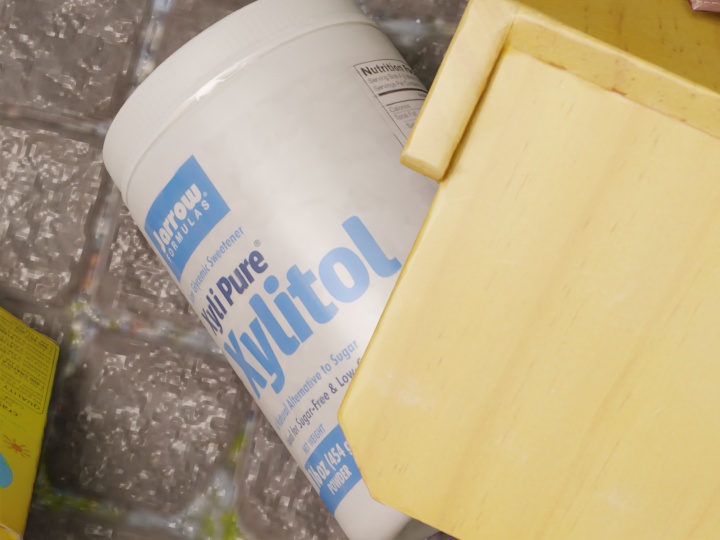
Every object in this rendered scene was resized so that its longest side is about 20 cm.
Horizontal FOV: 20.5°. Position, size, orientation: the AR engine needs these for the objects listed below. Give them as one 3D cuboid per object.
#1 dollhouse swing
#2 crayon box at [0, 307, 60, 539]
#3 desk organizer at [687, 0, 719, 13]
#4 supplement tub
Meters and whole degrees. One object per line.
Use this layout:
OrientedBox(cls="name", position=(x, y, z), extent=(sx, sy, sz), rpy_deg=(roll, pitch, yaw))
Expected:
OrientedBox(cls="dollhouse swing", position=(0.109, 0.001, 0.728), extent=(0.200, 0.182, 0.176), rpy_deg=(24, 115, 3))
OrientedBox(cls="crayon box", position=(-0.184, 0.052, 0.743), extent=(0.127, 0.200, 0.051), rpy_deg=(36, 105, -15))
OrientedBox(cls="desk organizer", position=(0.214, -0.120, 0.750), extent=(0.200, 0.072, 0.077), rpy_deg=(4, 82, -4))
OrientedBox(cls="supplement tub", position=(0.000, 0.000, 0.804), extent=(0.132, 0.132, 0.200), rpy_deg=(-34, 75, -8))
